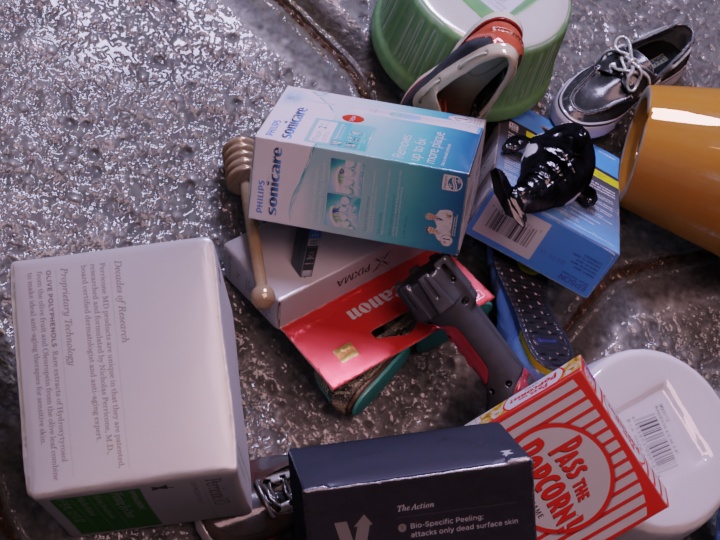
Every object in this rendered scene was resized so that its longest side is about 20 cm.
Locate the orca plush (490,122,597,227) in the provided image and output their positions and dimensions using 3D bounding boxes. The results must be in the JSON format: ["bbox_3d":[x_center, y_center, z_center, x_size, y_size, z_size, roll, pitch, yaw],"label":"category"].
[{"bbox_3d":[0.185,-0.113,1.637,0.105,0.071,0.199,44,33,20],"label":"orca plush"}]

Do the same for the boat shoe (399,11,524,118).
[{"bbox_3d":[0.092,-0.163,1.653,0.071,0.200,0.063,26,42,-19],"label":"boat shoe"}]

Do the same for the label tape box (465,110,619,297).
[{"bbox_3d":[0.186,-0.076,1.718,0.143,0.064,0.201,28,31,-8],"label":"label tape box"}]

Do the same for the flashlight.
[{"bbox_3d":[0.107,0.080,1.570,0.068,0.068,0.201,-43,103,-16],"label":"flashlight"}]

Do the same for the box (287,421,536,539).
[{"bbox_3d":[0.046,0.250,1.458,0.194,0.117,0.203,-6,102,-8],"label":"box"}]

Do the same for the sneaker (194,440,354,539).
[{"bbox_3d":[-0.055,0.189,1.529,0.198,0.082,0.078,-18,76,-25],"label":"sneaker"}]

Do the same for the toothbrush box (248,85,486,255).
[{"bbox_3d":[0.008,-0.095,1.580,0.197,0.086,0.147,10,26,8],"label":"toothbrush box"}]

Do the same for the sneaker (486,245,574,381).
[{"bbox_3d":[0.152,0.044,1.677,0.065,0.079,0.202,7,48,-23],"label":"sneaker"}]

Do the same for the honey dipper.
[{"bbox_3d":[-0.099,-0.043,1.588,0.038,0.038,0.201,3,46,-18],"label":"honey dipper"}]

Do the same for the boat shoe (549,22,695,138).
[{"bbox_3d":[0.282,-0.206,1.805,0.198,0.068,0.074,-26,68,-29],"label":"boat shoe"}]

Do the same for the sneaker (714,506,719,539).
[{"bbox_3d":[0.366,0.280,1.643,0.070,0.083,0.202,15,77,7],"label":"sneaker"}]

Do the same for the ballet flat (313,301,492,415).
[{"bbox_3d":[0.036,0.058,1.628,0.199,0.068,0.075,-35,69,-25],"label":"ballet flat"}]

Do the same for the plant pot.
[{"bbox_3d":[0.364,-0.106,1.743,0.181,0.201,0.202,15,65,-1],"label":"plant pot"}]

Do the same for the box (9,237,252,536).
[{"bbox_3d":[-0.186,0.102,1.428,0.169,0.199,0.202,-8,72,-2],"label":"box"}]

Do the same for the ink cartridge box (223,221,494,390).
[{"bbox_3d":[0.000,0.000,1.605,0.199,0.045,0.176,-28,54,-26],"label":"ink cartridge box"}]

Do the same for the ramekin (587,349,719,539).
[{"bbox_3d":[0.263,0.174,1.642,0.198,0.098,0.203,7,67,-17],"label":"ramekin"}]

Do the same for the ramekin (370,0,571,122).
[{"bbox_3d":[0.117,-0.259,1.733,0.198,0.098,0.202,9,54,-12],"label":"ramekin"}]

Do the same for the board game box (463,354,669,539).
[{"bbox_3d":[0.154,0.193,1.541,0.199,0.046,0.152,-33,98,13],"label":"board game box"}]
